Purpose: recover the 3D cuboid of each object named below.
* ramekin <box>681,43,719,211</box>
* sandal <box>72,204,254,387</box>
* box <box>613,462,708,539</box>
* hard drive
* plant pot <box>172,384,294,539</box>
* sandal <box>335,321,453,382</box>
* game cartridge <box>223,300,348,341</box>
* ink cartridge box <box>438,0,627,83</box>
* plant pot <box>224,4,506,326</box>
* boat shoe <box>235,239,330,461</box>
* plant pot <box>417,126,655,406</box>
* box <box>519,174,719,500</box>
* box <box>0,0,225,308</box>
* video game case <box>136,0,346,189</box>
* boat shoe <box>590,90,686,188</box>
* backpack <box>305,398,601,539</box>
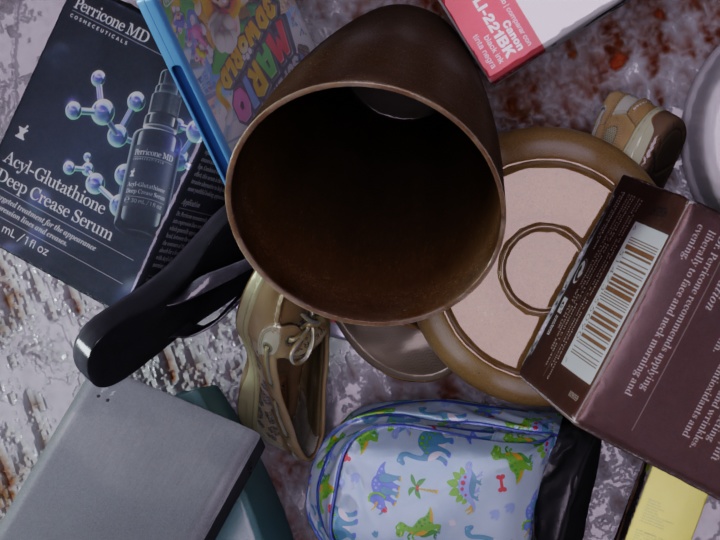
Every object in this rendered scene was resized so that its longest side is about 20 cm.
[{"bbox_3d":[0.333,-0.095,1.578,0.199,0.098,0.202,0,93,5],"label":"ramekin"},{"bbox_3d":[-0.114,0.019,1.560,0.200,0.076,0.043,-41,56,-18],"label":"sandal"},{"bbox_3d":[0.240,0.130,1.610,0.050,0.075,0.201,21,94,3],"label":"box"},{"bbox_3d":[-0.172,0.177,1.518,0.139,0.033,0.201,21,67,19],"label":"hard drive"},{"bbox_3d":[-0.129,0.193,1.619,0.140,0.141,0.202,-16,89,6],"label":"plant pot"},{"bbox_3d":[0.000,0.000,1.602,0.080,0.054,0.201,-36,89,6],"label":"sandal"},{"bbox_3d":[-0.008,-0.016,1.647,0.198,0.041,0.134,14,90,5],"label":"game cartridge"},{"bbox_3d":[0.157,-0.220,1.565,0.199,0.144,0.084,-33,91,7],"label":"ink cartridge box"},{"bbox_3d":[0.016,-0.096,1.508,0.185,0.201,0.188,5,125,6],"label":"plant pot"},{"bbox_3d":[-0.046,0.056,1.588,0.063,0.201,0.073,37,56,26],"label":"boat shoe"},{"bbox_3d":[0.131,-0.001,1.565,0.198,0.027,0.202,0,95,2],"label":"plant pot"},{"bbox_3d":[0.241,0.059,1.477,0.199,0.164,0.167,28,92,-12],"label":"box"},{"bbox_3d":[-0.171,-0.084,1.608,0.148,0.107,0.201,27,94,18],"label":"box"},{"bbox_3d":[-0.075,-0.137,1.528,0.018,0.143,0.201,-6,121,33],"label":"video game case"},{"bbox_3d":[0.164,-0.037,1.621,0.076,0.072,0.201,31,95,28],"label":"boat shoe"},{"bbox_3d":[0.060,0.167,1.607,0.199,0.154,0.164,16,101,17],"label":"backpack"}]
